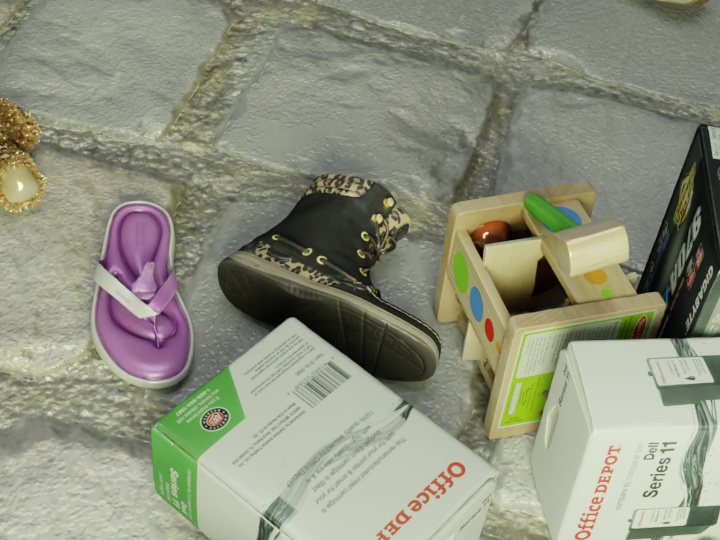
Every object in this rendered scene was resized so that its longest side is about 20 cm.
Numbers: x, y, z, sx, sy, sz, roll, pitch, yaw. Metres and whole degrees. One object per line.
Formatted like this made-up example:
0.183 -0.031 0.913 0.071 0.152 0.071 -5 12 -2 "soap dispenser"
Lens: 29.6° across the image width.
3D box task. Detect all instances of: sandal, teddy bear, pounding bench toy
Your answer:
-0.182 0.009 1.105 0.081 0.050 0.204 -6 46 -12 "sandal"
-0.355 -0.114 1.208 0.199 0.067 0.145 39 62 20 "teddy bear"
0.143 -0.003 1.052 0.123 0.202 0.157 -9 47 -15 "pounding bench toy"

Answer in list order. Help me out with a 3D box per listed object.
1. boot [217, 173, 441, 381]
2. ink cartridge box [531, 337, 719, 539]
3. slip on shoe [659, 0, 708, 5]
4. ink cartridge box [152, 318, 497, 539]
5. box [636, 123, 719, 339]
0.000 0.000 1.126 0.198 0.074 0.151 20 46 21 "boot"
0.235 0.124 0.975 0.197 0.148 0.084 -1 46 -7 "ink cartridge box"
0.307 -0.349 1.527 0.199 0.077 0.060 27 7 30 "slip on shoe"
-0.026 0.148 0.950 0.199 0.084 0.146 35 51 25 "ink cartridge box"
0.259 0.016 1.048 0.045 0.201 0.160 8 45 -2 "box"
